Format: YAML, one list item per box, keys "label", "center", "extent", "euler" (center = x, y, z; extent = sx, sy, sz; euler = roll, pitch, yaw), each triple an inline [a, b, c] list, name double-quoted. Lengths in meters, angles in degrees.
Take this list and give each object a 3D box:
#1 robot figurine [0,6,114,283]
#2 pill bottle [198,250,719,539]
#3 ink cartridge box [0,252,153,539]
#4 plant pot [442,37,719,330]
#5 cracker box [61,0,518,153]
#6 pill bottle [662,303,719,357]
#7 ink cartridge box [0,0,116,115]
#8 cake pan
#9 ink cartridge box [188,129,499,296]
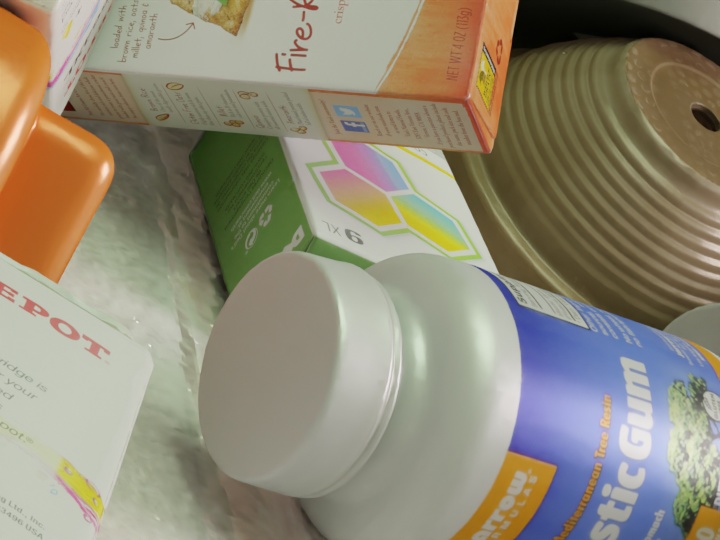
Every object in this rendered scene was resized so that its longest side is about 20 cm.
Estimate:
- label: "robot figurine"
  center: [-0.183, -0.057, 0.888]
  extent: [0.199, 0.117, 0.144]
  euler: [30, 33, -17]
- label: "pill bottle"
  center: [0.043, 0.058, 0.984]
  extent: [0.199, 0.112, 0.112]
  euler: [18, 28, -37]
- label: "ink cartridge box"
  center: [-0.149, 0.056, 0.743]
  extent: [0.145, 0.088, 0.200]
  euler: [32, 24, -9]
- label: "plant pot"
  center: [0.139, -0.044, 1.298]
  extent: [0.200, 0.093, 0.202]
  euler: [26, 39, -23]
- label: "cracker box"
  center: [-0.035, -0.126, 1.096]
  extent: [0.199, 0.135, 0.058]
  euler: [5, -20, 16]
- label: "pill bottle"
  center: [0.214, 0.064, 1.219]
  extent: [0.199, 0.113, 0.113]
  euler: [8, 34, -49]
- label: "ink cartridge box"
  center: [-0.142, -0.149, 1.000]
  extent: [0.125, 0.129, 0.200]
  euler: [26, -12, -1]
- label: "cake pan"
  center: [0.130, -0.129, 1.359]
  extent: [0.199, 0.037, 0.200]
  euler: [17, -9, 3]
- label: "ink cartridge box"
  center: [0.000, 0.000, 1.108]
  extent: [0.103, 0.059, 0.200]
  euler: [24, 24, -26]
